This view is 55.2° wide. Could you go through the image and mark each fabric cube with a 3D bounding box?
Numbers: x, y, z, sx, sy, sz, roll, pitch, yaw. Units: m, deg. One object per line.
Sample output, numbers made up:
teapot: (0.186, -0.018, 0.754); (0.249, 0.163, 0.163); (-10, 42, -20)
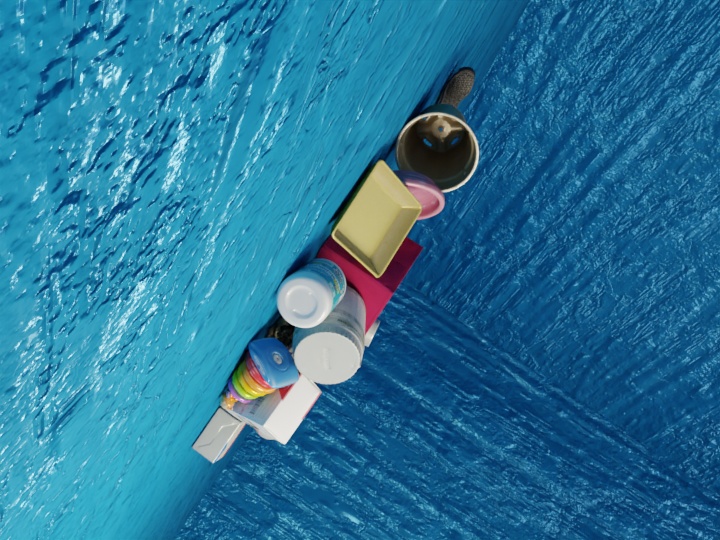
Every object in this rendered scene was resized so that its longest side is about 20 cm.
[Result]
fabric cube: (0.000, 0.000, 1.694); (0.200, 0.199, 0.196); (-53, 177, -44)

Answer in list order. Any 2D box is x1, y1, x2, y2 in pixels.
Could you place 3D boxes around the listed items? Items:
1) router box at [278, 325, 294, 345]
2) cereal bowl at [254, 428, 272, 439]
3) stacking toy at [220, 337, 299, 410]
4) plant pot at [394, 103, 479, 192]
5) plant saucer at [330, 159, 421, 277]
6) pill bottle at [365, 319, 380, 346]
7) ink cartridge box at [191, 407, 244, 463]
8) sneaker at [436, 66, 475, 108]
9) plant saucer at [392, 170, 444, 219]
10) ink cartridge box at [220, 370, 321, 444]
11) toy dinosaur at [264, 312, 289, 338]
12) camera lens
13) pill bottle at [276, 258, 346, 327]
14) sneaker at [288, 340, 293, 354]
router box: (-0.174, 0.135, 1.745); (0.200, 0.051, 0.149); (-53, 178, -47)
cereal bowl: (-0.263, 0.356, 1.846); (0.200, 0.083, 0.201); (174, -90, -76)
stacking toy: (-0.243, 0.243, 1.497); (0.200, 0.116, 0.110); (-39, 163, 26)
plant pot: (0.195, -0.321, 1.703); (0.201, 0.200, 0.184); (-58, -173, 32)
plant saucer: (0.028, -0.116, 1.526); (0.201, 0.048, 0.200); (-57, 137, -9)
pill bottle: (-0.050, 0.137, 1.955); (0.111, 0.199, 0.111); (25, 90, -88)
ink cartridge box: (-0.346, 0.405, 1.723); (0.116, 0.067, 0.200); (-55, 177, -10)
sneaker: (0.253, -0.500, 1.933); (0.200, 0.071, 0.083); (122, -21, -45)
plant saucer: (0.102, -0.183, 1.647); (0.201, 0.199, 0.051); (117, -20, -68)
ink cartridge box: (-0.206, 0.290, 1.573); (0.200, 0.086, 0.148); (8, -124, 52)
toy dinosaur: (-0.195, 0.142, 1.579); (0.200, 0.047, 0.088); (-54, -175, 16)
camera lens: (-0.069, 0.135, 1.546); (0.160, 0.159, 0.200); (-57, -165, 29)
pill bottle: (-0.093, 0.039, 1.422); (0.111, 0.111, 0.200); (-57, 178, 17)
sneaker: (-0.120, 0.150, 1.738); (0.200, 0.075, 0.100); (-29, 123, -57)
